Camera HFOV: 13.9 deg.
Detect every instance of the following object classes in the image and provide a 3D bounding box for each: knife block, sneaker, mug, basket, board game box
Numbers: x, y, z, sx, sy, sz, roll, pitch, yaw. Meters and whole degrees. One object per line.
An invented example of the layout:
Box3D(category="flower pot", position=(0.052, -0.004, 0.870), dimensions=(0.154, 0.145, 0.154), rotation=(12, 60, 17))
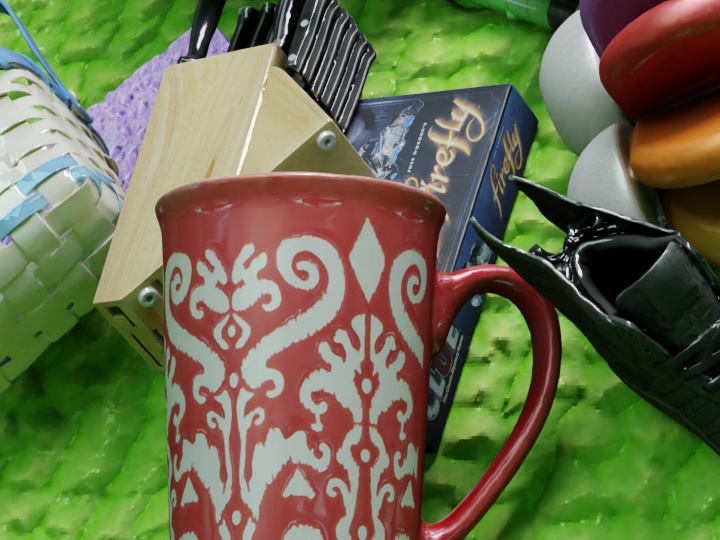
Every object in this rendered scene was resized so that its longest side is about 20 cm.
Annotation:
Box3D(category="knife block", position=(-0.074, -0.065, 1.511), dimensions=(0.200, 0.064, 0.176), rotation=(-42, 41, -3))
Box3D(category="sneaker", position=(0.143, 0.030, 1.284), dimensions=(0.200, 0.104, 0.060), rotation=(31, 75, 39))
Box3D(category="mug", position=(-0.009, 0.067, 1.319), dimensions=(0.177, 0.133, 0.200), rotation=(-3, 76, 20))
Box3D(category="basket", position=(-0.215, -0.038, 1.532), dimensions=(0.176, 0.139, 0.200), rotation=(-40, 56, -1))
Box3D(category="board game box", position=(0.000, 0.000, 1.475), dimensions=(0.135, 0.035, 0.200), rotation=(-4, 52, 32))

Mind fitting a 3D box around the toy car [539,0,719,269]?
Box3D(category="toy car", position=(0.160, -0.100, 1.363), dimensions=(0.175, 0.150, 0.200), rotation=(-24, 44, 16))

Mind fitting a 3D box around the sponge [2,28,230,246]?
Box3D(category="sponge", position=(-0.134, -0.047, 1.613), dimensions=(0.200, 0.030, 0.112), rotation=(-38, 42, 1))

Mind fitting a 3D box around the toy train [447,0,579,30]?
Box3D(category="toy train", position=(0.066, -0.165, 1.571), dimensions=(0.200, 0.042, 0.056), rotation=(24, 80, 45))
